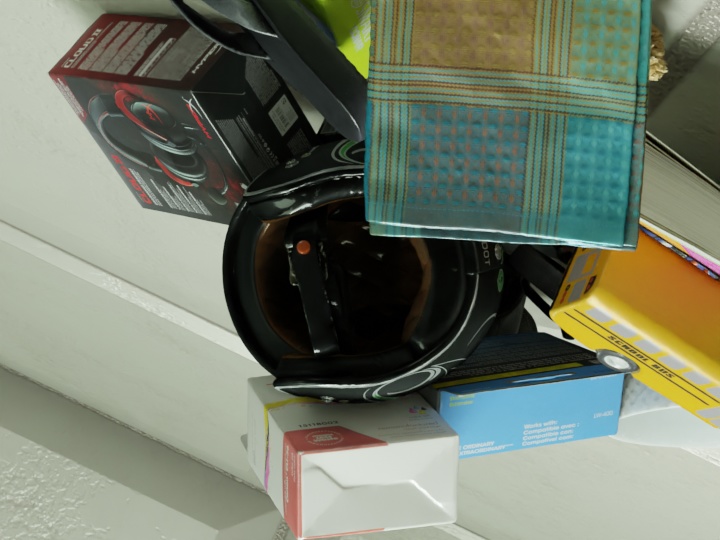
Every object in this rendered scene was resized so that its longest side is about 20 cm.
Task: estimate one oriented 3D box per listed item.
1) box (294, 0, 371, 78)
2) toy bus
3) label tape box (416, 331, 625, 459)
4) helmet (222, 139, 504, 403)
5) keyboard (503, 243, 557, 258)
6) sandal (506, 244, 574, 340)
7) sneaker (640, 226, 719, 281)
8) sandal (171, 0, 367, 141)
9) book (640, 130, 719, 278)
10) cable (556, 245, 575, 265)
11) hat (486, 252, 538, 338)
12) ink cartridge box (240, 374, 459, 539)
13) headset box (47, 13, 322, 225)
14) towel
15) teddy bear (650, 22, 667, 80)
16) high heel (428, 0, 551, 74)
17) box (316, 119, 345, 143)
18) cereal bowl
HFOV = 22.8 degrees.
[{"bbox_3d":[-0.041,-0.188,1.041,0.122,0.048,0.200,45,171,21],"label":"box"},{"bbox_3d":[0.219,0.047,1.154,0.199,0.065,0.078,32,157,-15],"label":"toy bus"},{"bbox_3d":[0.108,0.095,1.310,0.143,0.064,0.200,-7,-172,-14],"label":"label tape box"},{"bbox_3d":[0.000,0.000,1.235,0.199,0.201,0.191,25,-178,-1],"label":"helmet"},{"bbox_3d":[0.159,-0.021,1.402,0.199,0.011,0.056,12,164,39],"label":"keyboard"},{"bbox_3d":[0.149,0.020,1.379,0.076,0.043,0.200,41,-174,25],"label":"sandal"},{"bbox_3d":[0.271,0.013,1.218,0.199,0.079,0.075,19,162,18],"label":"sneaker"},{"bbox_3d":[-0.069,-0.147,1.009,0.200,0.043,0.076,47,171,10],"label":"sandal"},{"bbox_3d":[0.205,-0.028,1.107,0.133,0.048,0.200,36,-177,15],"label":"book"},{"bbox_3d":[0.195,0.019,1.365,0.096,0.051,0.200,19,167,15],"label":"cable"},{"bbox_3d":[0.088,0.023,1.463,0.200,0.201,0.081,29,124,-12],"label":"hat"},{"bbox_3d":[-0.015,0.119,1.276,0.115,0.068,0.200,-4,-165,-16],"label":"ink cartridge box"},{"bbox_3d":[-0.134,-0.114,1.358,0.199,0.075,0.149,13,144,44],"label":"headset box"},{"bbox_3d":[0.075,-0.110,0.908,0.145,0.202,0.022,4,-165,8],"label":"towel"},{"bbox_3d":[0.079,-0.153,1.009,0.200,0.067,0.144,38,162,-34],"label":"teddy bear"},{"bbox_3d":[0.056,-0.093,1.011,0.095,0.068,0.201,23,148,10],"label":"high heel"},{"bbox_3d":[0.071,-0.071,1.318,0.137,0.040,0.199,35,160,-30],"label":"box"},{"bbox_3d":[0.278,0.079,1.345,0.198,0.084,0.200,0,164,0],"label":"cereal bowl"}]
